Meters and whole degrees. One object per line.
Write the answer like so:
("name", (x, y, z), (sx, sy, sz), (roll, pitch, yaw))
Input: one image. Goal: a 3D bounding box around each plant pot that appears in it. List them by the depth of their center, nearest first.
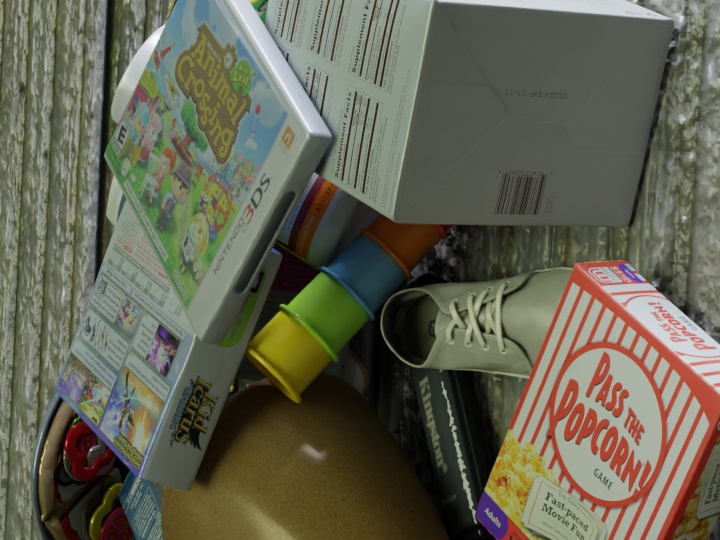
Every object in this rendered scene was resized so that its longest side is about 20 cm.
("plant pot", (-0.014, 0.197, 1.618), (0.200, 0.186, 0.187), (38, 120, 49))

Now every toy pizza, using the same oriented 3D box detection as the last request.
("toy pizza", (-0.201, 0.156, 1.911), (0.032, 0.200, 0.201), (12, 100, 32))

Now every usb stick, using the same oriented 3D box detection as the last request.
("usb stick", (0.063, 0.101, 1.639), (0.055, 0.033, 0.200), (-37, 59, 49))

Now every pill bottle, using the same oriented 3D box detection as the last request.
("pill bottle", (-0.077, -0.095, 1.671), (0.200, 0.113, 0.113), (32, 122, 10))

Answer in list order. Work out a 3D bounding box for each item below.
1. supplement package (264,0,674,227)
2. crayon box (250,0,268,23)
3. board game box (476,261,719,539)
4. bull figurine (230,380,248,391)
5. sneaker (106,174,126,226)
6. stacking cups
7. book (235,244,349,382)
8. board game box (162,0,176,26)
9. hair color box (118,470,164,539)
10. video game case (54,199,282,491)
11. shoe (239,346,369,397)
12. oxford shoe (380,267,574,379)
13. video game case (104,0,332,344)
("supplement package", (0.060, -0.127, 1.506), (0.200, 0.191, 0.147), (34, 117, 53))
("crayon box", (-0.044, -0.243, 1.707), (0.200, 0.058, 0.119), (-20, 56, 32))
("board game box", (0.163, 0.118, 1.449), (0.151, 0.046, 0.200), (44, 125, 41))
("bull figurine", (-0.098, 0.060, 1.858), (0.200, 0.065, 0.122), (-40, 58, 49))
("sneaker", (-0.143, -0.069, 1.858), (0.147, 0.081, 0.200), (51, 138, 10))
("stacking cups", (0.000, 0.000, 1.622), (0.200, 0.061, 0.060), (-49, 36, -9))
("book", (-0.065, -0.017, 1.729), (0.048, 0.133, 0.201), (54, -136, -72))
("board game box", (-0.095, -0.217, 1.880), (0.152, 0.046, 0.200), (59, 135, 39))
("hair color box", (-0.113, 0.236, 1.843), (0.061, 0.100, 0.200), (-62, 41, 35))
("video game case", (-0.143, 0.040, 1.661), (0.200, 0.045, 0.182), (34, 103, 60))
("shoe", (-0.088, 0.058, 1.768), (0.200, 0.053, 0.070), (26, 109, 16))
("oxford shoe", (0.091, 0.037, 1.558), (0.200, 0.058, 0.075), (-5, 79, 43))
("video game case", (-0.102, -0.084, 1.550), (0.182, 0.022, 0.200), (-60, 42, 31))
